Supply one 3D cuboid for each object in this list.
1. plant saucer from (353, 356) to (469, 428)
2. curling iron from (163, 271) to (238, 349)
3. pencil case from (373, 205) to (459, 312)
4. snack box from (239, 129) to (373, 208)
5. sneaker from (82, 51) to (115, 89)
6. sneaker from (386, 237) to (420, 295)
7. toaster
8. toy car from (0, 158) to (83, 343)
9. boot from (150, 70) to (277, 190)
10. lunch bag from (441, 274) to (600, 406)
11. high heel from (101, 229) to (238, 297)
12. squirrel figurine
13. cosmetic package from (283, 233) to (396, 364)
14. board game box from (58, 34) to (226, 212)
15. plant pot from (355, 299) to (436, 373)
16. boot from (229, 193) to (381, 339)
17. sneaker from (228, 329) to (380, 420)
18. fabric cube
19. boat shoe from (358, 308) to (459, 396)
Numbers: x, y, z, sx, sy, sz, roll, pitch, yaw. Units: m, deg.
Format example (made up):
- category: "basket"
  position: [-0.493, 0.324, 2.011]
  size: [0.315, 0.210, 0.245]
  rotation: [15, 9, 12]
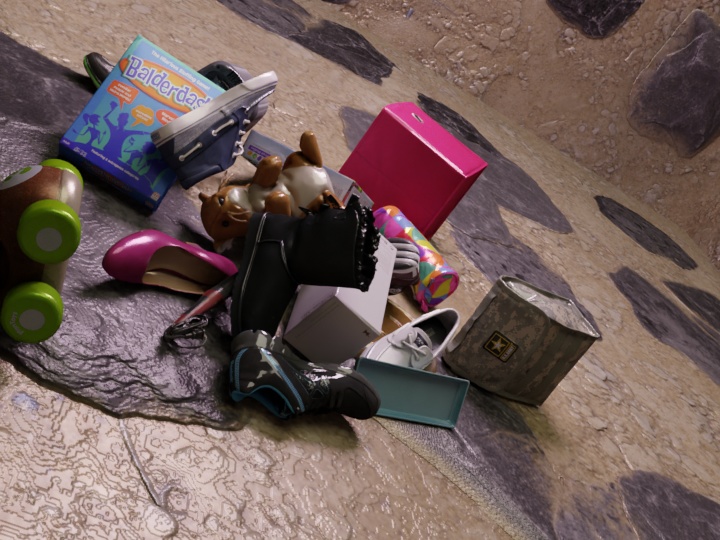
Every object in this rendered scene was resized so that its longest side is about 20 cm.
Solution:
- category: "plant saucer"
  position: [0.061, 0.161, 1.121]
  size: [0.199, 0.070, 0.019]
  rotation: [17, 2, -38]
- category: "curling iron"
  position: [-0.168, 0.037, 1.026]
  size: [0.049, 0.026, 0.200]
  rotation: [17, 33, 17]
- category: "pencil case"
  position: [0.085, -0.024, 1.472]
  size: [0.088, 0.089, 0.200]
  rotation: [9, 34, -46]
- category: "snack box"
  position: [-0.087, -0.151, 1.402]
  size: [0.199, 0.053, 0.142]
  rotation: [29, -3, 16]
- category: "sneaker"
  position: [-0.354, -0.304, 1.390]
  size: [0.199, 0.084, 0.077]
  rotation: [28, 24, -19]
- category: "sneaker"
  position: [0.000, 0.000, 1.316]
  size: [0.199, 0.076, 0.116]
  rotation: [8, -28, 19]
- category: "toaster"
  position: [-0.224, -0.248, 1.316]
  size: [0.114, 0.200, 0.129]
  rotation: [52, 12, -7]
- category: "toy car"
  position: [-0.375, -0.037, 0.808]
  size: [0.199, 0.159, 0.164]
  rotation: [12, 19, -22]
- category: "boot"
  position: [-0.183, -0.193, 1.169]
  size: [0.091, 0.200, 0.073]
  rotation: [61, -21, -14]
- category: "lunch bag"
  position: [0.244, 0.109, 1.335]
  size: [0.199, 0.164, 0.118]
  rotation: [19, 27, -33]
- category: "high heel"
  position: [-0.217, 0.000, 1.025]
  size: [0.096, 0.068, 0.200]
  rotation: [33, 18, 21]
- category: "squirrel figurine"
  position: [-0.134, -0.085, 1.217]
  size: [0.200, 0.186, 0.142]
  rotation: [120, -52, -76]
- category: "cosmetic package"
  position: [-0.022, 0.028, 1.144]
  size: [0.085, 0.107, 0.200]
  rotation: [42, 29, -17]
- category: "board game box"
  position: [-0.297, -0.205, 1.180]
  size: [0.152, 0.045, 0.201]
  rotation: [31, 67, -9]
- category: "plant pot"
  position: [0.037, 0.090, 1.261]
  size: [0.199, 0.028, 0.200]
  rotation: [30, 23, -14]
- category: "boot"
  position: [-0.063, 0.008, 1.019]
  size: [0.073, 0.161, 0.199]
  rotation: [45, 48, -60]
- category: "sneaker"
  position: [-0.067, 0.144, 0.991]
  size: [0.199, 0.073, 0.082]
  rotation: [24, 48, -22]
- category: "fabric cube"
  position: [0.093, -0.179, 1.622]
  size: [0.199, 0.200, 0.196]
  rotation: [40, 23, 8]
- category: "boat shoe"
  position: [0.067, 0.104, 1.166]
  size: [0.074, 0.065, 0.200]
  rotation: [49, 44, 2]
